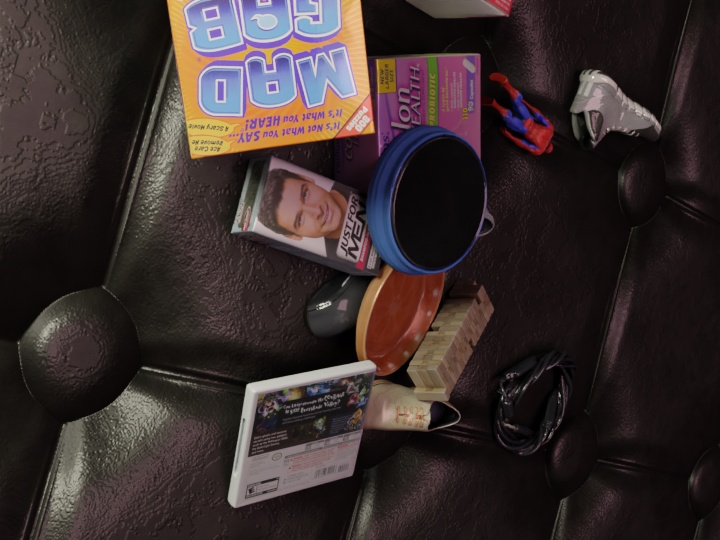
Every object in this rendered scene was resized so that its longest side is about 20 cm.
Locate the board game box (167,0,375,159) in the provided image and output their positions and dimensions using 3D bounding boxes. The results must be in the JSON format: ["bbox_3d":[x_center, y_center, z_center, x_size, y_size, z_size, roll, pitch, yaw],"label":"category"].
[{"bbox_3d":[-0.107,-0.251,1.184,0.198,0.200,0.202,-9,106,-8],"label":"board game box"}]

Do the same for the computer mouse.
[{"bbox_3d":[0.000,0.000,1.476,0.199,0.046,0.141,-34,120,-32],"label":"computer mouse"}]

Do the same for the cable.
[{"bbox_3d":[0.301,0.217,1.783,0.199,0.051,0.165,-25,114,-37],"label":"cable"}]

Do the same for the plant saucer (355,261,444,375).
[{"bbox_3d":[0.053,0.051,1.508,0.200,0.032,0.202,-38,140,-41],"label":"plant saucer"}]

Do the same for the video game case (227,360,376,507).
[{"bbox_3d":[-0.077,0.216,1.427,0.199,0.023,0.183,-7,120,-37],"label":"video game case"}]

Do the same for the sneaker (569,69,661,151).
[{"bbox_3d":[0.416,-0.239,1.791,0.199,0.075,0.116,31,82,-30],"label":"sneaker"}]

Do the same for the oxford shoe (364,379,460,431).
[{"bbox_3d":[0.063,0.200,1.552,0.199,0.074,0.071,1,98,-41],"label":"oxford shoe"}]

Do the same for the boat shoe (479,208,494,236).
[{"bbox_3d":[0.130,-0.077,1.532,0.200,0.072,0.070,-5,139,-52],"label":"boat shoe"}]

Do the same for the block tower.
[{"bbox_3d":[0.135,0.100,1.576,0.058,0.054,0.201,59,44,-31],"label":"block tower"}]

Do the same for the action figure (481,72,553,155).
[{"bbox_3d":[0.248,-0.233,1.652,0.200,0.052,0.066,34,81,-45],"label":"action figure"}]

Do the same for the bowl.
[{"bbox_3d":[0.094,-0.091,1.420,0.200,0.039,0.202,-11,107,-40],"label":"bowl"}]

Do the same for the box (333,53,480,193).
[{"bbox_3d":[0.065,-0.205,1.462,0.199,0.096,0.178,-11,106,-39],"label":"box"}]

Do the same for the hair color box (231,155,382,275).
[{"bbox_3d":[-0.059,-0.067,1.380,0.199,0.060,0.100,19,80,-33],"label":"hair color box"}]

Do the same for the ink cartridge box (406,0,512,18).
[{"bbox_3d":[0.153,-0.453,1.458,0.085,0.147,0.202,20,86,-42],"label":"ink cartridge box"}]
